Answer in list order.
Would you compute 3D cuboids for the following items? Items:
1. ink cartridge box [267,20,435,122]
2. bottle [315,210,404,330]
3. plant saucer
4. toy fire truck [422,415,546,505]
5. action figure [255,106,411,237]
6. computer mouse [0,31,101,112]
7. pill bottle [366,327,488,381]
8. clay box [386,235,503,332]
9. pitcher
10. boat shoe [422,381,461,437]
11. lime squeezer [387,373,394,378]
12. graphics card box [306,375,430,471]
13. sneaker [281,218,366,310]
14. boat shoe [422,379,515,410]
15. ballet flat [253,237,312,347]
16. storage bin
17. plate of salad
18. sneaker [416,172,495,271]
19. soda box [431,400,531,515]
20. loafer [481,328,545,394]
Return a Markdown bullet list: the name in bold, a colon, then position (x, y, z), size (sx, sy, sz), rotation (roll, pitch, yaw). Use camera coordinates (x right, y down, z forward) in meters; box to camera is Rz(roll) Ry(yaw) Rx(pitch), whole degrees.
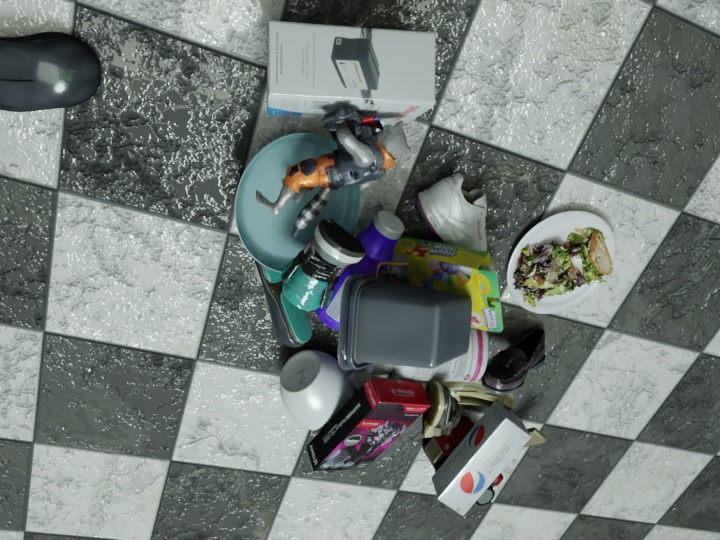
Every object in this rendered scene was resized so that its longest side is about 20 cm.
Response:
- **ink cartridge box**: position (-0.018, -0.239, 0.734), size (0.193, 0.145, 0.087), rotation (0, 95, -10)
- **bottle**: position (0.000, 0.000, 0.918), size (0.065, 0.084, 0.202), rotation (36, 122, 5)
- **plant saucer**: position (-0.090, -0.096, 0.859), size (0.194, 0.027, 0.207), rotation (-12, 116, -25)
- **toy fire truck**: position (0.250, 0.350, 1.181), size (0.174, 0.129, 0.201), rotation (36, 99, -27)
- **action figure**: position (-0.020, -0.130, 0.770), size (0.189, 0.199, 0.107), rotation (-24, 86, 16)
- **computer mouse**: position (-0.422, -0.233, 0.732), size (0.193, 0.053, 0.142), rotation (-9, 122, -4)
- **pill bottle**: position (0.109, 0.129, 1.013), size (0.193, 0.115, 0.116), rotation (3, 122, -12)
- **clay box**: position (0.133, 0.019, 0.916), size (0.195, 0.048, 0.118), rotation (13, 132, 36)
- **pitcher**: position (-0.039, 0.220, 1.042), size (0.168, 0.123, 0.202), rotation (-26, 131, 8)
- **boat shoe**: position (0.143, 0.241, 1.032), size (0.062, 0.076, 0.201), rotation (-1, 155, -1)
- **lime squeezer**: position (0.082, 0.198, 1.068), size (0.195, 0.070, 0.039), rotation (-8, 98, -35)
- **graphics card box**: position (0.011, 0.259, 0.989), size (0.123, 0.052, 0.201), rotation (14, 128, -41)
- **sneaker**: position (-0.057, -0.002, 0.796), size (0.083, 0.200, 0.122), rotation (35, 95, -3)
- **boat shoe**: position (0.195, 0.233, 1.110), size (0.194, 0.065, 0.074), rotation (1, 155, -16)
- **ballet flat**: position (-0.132, 0.021, 0.918), size (0.071, 0.073, 0.206), rotation (-15, 97, 1)
- **storage bin**: position (0.074, 0.065, 0.832), size (0.130, 0.198, 0.151), rotation (5, 93, 26)
- **plate of salad**: position (0.346, -0.004, 1.012), size (0.193, 0.049, 0.205), rotation (-5, 123, -7)
- **sneaker**: position (0.173, -0.062, 0.928), size (0.098, 0.076, 0.200), rotation (-34, 121, 14)
- **soda box**: position (0.218, 0.345, 1.090), size (0.067, 0.064, 0.202), rotation (34, 102, -14)
- **loafer**: position (0.272, 0.153, 1.044), size (0.197, 0.071, 0.065), rotation (-18, 122, -49)
